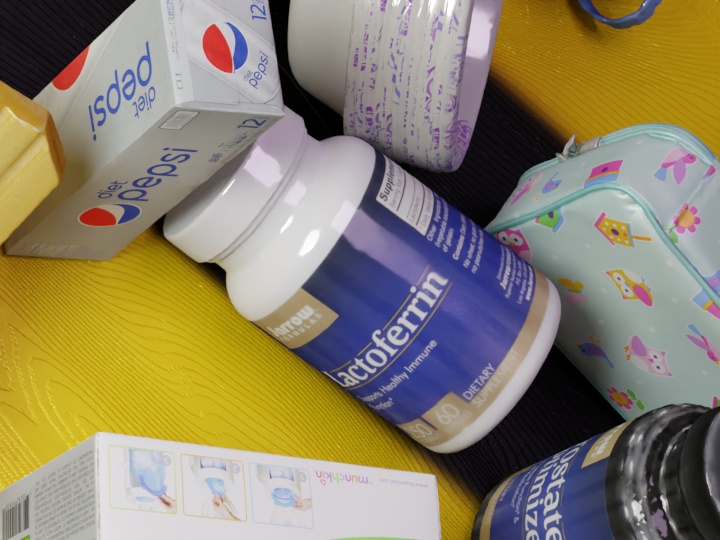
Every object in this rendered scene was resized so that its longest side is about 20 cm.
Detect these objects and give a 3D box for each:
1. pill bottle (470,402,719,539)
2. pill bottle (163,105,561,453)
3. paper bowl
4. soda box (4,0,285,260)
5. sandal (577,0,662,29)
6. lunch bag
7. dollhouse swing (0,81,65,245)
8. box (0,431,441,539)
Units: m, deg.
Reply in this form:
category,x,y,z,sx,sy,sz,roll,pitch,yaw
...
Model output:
category,x,y,z,sx,sy,sz,roll,pitch,yaw
pill bottle,0.156,0.136,1.433,0.111,0.200,0.112,13,64,-29
pill bottle,0.000,0.000,1.439,0.200,0.116,0.116,36,55,-16
paper bowl,0.023,-0.161,1.480,0.104,0.201,0.201,12,59,7
soda box,-0.115,-0.071,1.335,0.063,0.200,0.069,2,69,-32
sandal,0.179,-0.220,1.689,0.200,0.079,0.087,-44,129,-43
lunch bag,0.169,0.010,1.526,0.200,0.160,0.077,49,57,-15
dollhouse swing,-0.260,-0.002,1.225,0.200,0.176,0.182,32,56,-20
box,-0.067,0.153,1.332,0.199,0.112,0.102,10,66,-32
